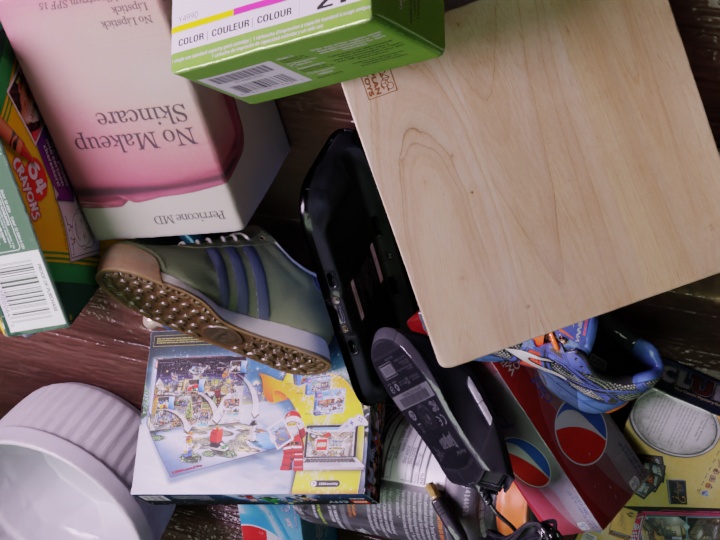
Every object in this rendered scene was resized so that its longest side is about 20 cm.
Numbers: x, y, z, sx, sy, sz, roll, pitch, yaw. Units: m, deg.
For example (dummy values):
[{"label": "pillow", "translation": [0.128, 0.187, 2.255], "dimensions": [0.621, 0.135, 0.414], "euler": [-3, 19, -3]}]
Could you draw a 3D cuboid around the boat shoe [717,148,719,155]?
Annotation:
[{"label": "boat shoe", "translation": [0.178, -0.034, 1.008], "dimensions": [0.199, 0.062, 0.075], "euler": [-5, 122, 31]}]

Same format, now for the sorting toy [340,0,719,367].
[{"label": "sorting toy", "translation": [0.109, -0.070, 0.934], "dimensions": [0.197, 0.070, 0.201], "euler": [-19, 96, 3]}]

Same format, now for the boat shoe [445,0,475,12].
[{"label": "boat shoe", "translation": [0.045, -0.129, 1.004], "dimensions": [0.072, 0.060, 0.203], "euler": [-15, 135, -12]}]

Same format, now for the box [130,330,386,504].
[{"label": "box", "translation": [-0.078, 0.114, 1.203], "dimensions": [0.198, 0.138, 0.038], "euler": [-3, 158, 20]}]

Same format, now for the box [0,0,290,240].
[{"label": "box", "translation": [-0.148, -0.134, 1.062], "dimensions": [0.127, 0.109, 0.201], "euler": [-4, 125, 22]}]

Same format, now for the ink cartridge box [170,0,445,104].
[{"label": "ink cartridge box", "translation": [-0.032, -0.213, 0.879], "dimensions": [0.147, 0.202, 0.076], "euler": [-9, 166, 35]}]

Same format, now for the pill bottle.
[{"label": "pill bottle", "translation": [0.051, 0.166, 1.216], "dimensions": [0.199, 0.106, 0.107], "euler": [8, 130, 23]}]

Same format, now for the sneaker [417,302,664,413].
[{"label": "sneaker", "translation": [0.127, 0.035, 1.043], "dimensions": [0.199, 0.076, 0.078], "euler": [23, 158, -24]}]

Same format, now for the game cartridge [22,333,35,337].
[{"label": "game cartridge", "translation": [-0.315, -0.056, 1.242], "dimensions": [0.133, 0.041, 0.201], "euler": [29, 135, 41]}]

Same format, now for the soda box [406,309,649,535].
[{"label": "soda box", "translation": [0.123, 0.095, 1.113], "dimensions": [0.201, 0.070, 0.063], "euler": [56, 146, -7]}]

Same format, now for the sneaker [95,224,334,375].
[{"label": "sneaker", "translation": [-0.101, 0.004, 1.144], "dimensions": [0.199, 0.090, 0.067], "euler": [26, 150, -27]}]

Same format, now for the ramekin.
[{"label": "ramekin", "translation": [-0.264, 0.199, 1.423], "dimensions": [0.199, 0.105, 0.201], "euler": [15, 132, 18]}]

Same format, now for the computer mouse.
[{"label": "computer mouse", "translation": [0.072, 0.127, 1.098], "dimensions": [0.201, 0.046, 0.140], "euler": [54, 155, 6]}]

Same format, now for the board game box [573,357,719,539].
[{"label": "board game box", "translation": [0.252, 0.167, 1.155], "dimensions": [0.135, 0.035, 0.201], "euler": [23, 135, 10]}]

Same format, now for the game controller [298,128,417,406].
[{"label": "game controller", "translation": [0.000, 0.000, 1.105], "dimensions": [0.042, 0.104, 0.201], "euler": [5, 129, 31]}]

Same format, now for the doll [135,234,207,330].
[{"label": "doll", "translation": [-0.171, -0.001, 1.241], "dimensions": [0.199, 0.049, 0.137], "euler": [18, 131, 8]}]

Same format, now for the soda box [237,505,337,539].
[{"label": "soda box", "translation": [-0.064, 0.226, 1.360], "dimensions": [0.064, 0.068, 0.201], "euler": [12, 132, 20]}]

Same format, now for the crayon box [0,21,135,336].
[{"label": "crayon box", "translation": [-0.233, -0.082, 1.092], "dimensions": [0.058, 0.173, 0.201], "euler": [-9, 113, 16]}]
